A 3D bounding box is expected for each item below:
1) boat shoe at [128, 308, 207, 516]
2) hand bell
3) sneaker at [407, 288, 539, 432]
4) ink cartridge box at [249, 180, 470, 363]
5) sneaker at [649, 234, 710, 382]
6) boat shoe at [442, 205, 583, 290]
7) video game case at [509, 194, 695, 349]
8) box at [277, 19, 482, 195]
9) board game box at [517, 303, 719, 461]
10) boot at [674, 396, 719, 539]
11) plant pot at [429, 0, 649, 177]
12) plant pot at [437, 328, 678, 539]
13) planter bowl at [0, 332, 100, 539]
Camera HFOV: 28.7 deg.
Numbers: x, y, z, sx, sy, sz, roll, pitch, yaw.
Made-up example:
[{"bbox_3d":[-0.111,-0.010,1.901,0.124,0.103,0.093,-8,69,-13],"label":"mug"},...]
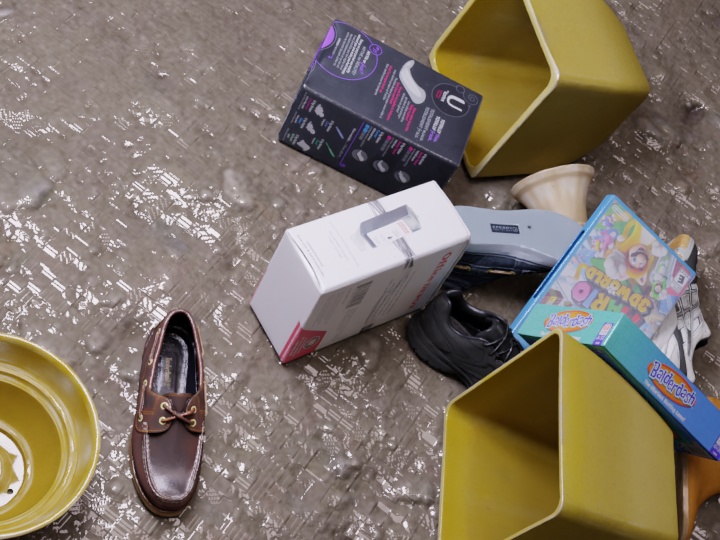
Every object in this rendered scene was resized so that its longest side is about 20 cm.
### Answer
[{"bbox_3d":[-0.184,0.133,1.361,0.070,0.070,0.202,6,57,-21],"label":"boat shoe"},{"bbox_3d":[0.251,-0.013,1.653,0.103,0.104,0.202,-5,72,-26],"label":"hand bell"},{"bbox_3d":[0.144,0.098,1.515,0.199,0.091,0.076,36,49,0],"label":"sneaker"},{"bbox_3d":[0.000,0.000,1.480,0.199,0.146,0.085,-18,66,-32],"label":"ink cartridge box"},{"bbox_3d":[0.373,0.053,1.664,0.087,0.076,0.201,29,61,-11],"label":"sneaker"},{"bbox_3d":[0.167,-0.020,1.602,0.198,0.091,0.071,8,53,-17],"label":"boat shoe"},{"bbox_3d":[0.270,0.038,1.570,0.143,0.018,0.201,41,81,-17],"label":"video game case"},{"bbox_3d":[0.023,-0.178,1.635,0.199,0.106,0.123,27,53,-6],"label":"box"},{"bbox_3d":[0.279,0.115,1.479,0.200,0.152,0.045,42,74,-24],"label":"board game box"},{"bbox_3d":[0.402,0.225,1.554,0.143,0.071,0.202,16,48,-10],"label":"boot"},{"bbox_3d":[0.235,-0.238,1.723,0.199,0.194,0.197,3,56,-31],"label":"plant pot"},{"bbox_3d":[0.207,0.211,1.413,0.175,0.200,0.201,23,51,-24],"label":"plant pot"},{"bbox_3d":[-0.340,0.162,1.262,0.199,0.084,0.202,12,54,-17],"label":"planter bowl"}]
